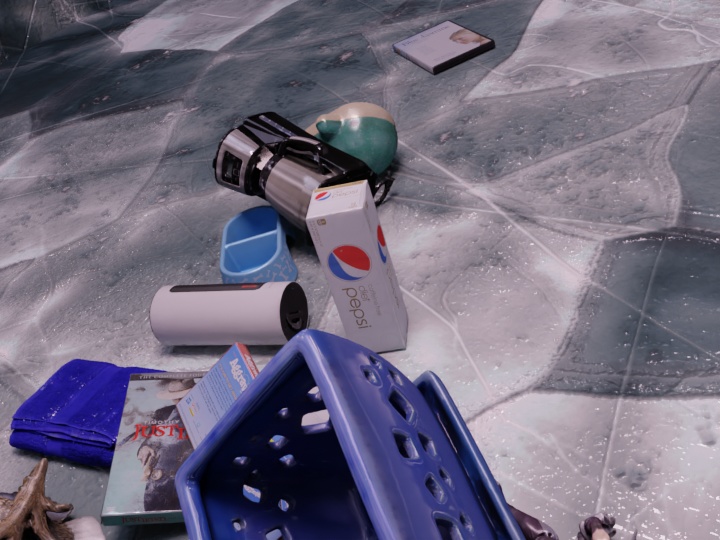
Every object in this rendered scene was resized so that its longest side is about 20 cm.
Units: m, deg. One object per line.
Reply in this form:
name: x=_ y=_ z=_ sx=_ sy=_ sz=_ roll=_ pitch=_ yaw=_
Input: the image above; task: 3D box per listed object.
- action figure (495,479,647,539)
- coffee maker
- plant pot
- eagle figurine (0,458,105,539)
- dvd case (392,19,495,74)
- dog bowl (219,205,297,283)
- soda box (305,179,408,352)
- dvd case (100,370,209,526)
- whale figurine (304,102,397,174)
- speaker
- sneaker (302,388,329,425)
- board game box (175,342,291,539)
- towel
action figure: x=0.146 y=0.232 z=0.665 sx=0.130 sy=0.070 sz=0.199 roll=-31 pitch=39 yaw=-30
coffee maker: x=-0.088 y=-0.138 z=1.204 sx=0.199 sy=0.136 sz=0.192 roll=33 pitch=14 yaw=26
plant pot: x=-0.001 y=0.188 z=0.620 sx=0.200 sy=0.179 sz=0.201 roll=-48 pitch=51 yaw=27
eagle figurine: x=-0.367 y=0.268 z=0.829 sx=0.151 sy=0.200 sz=0.152 roll=-2 pitch=60 yaw=-42
dvd case: x=0.167 y=-0.460 z=1.660 sx=0.142 sy=0.018 sz=0.200 roll=-26 pitch=34 yaw=-9
dog bowl: x=-0.152 y=-0.028 z=1.184 sx=0.110 sy=0.050 sz=0.201 roll=-16 pitch=35 yaw=5
soda box: x=0.000 y=0.000 z=0.934 sx=0.067 sy=0.201 sz=0.064 roll=-9 pitch=35 yaw=13
dvd case: x=-0.195 y=0.187 z=0.889 sx=0.144 sy=0.022 sz=0.201 roll=-1 pitch=36 yaw=-4
whale figurine: x=-0.037 y=-0.190 z=1.296 sx=0.198 sy=0.159 sz=0.105 roll=-13 pitch=72 yaw=10
speaker: x=-0.168 y=0.057 z=1.047 sx=0.198 sy=0.082 sz=0.082 roll=-2 pitch=37 yaw=24
sneaker: x=-0.029 y=0.177 z=0.821 sx=0.114 sy=0.076 sz=0.200 roll=-28 pitch=31 yaw=-11
board game box: x=-0.115 y=0.179 z=0.807 sx=0.103 sy=0.019 sz=0.201 roll=-45 pitch=53 yaw=15
towel: x=-0.324 y=0.166 z=0.996 sx=0.198 sy=0.050 sz=0.148 roll=3 pitch=41 yaw=29
